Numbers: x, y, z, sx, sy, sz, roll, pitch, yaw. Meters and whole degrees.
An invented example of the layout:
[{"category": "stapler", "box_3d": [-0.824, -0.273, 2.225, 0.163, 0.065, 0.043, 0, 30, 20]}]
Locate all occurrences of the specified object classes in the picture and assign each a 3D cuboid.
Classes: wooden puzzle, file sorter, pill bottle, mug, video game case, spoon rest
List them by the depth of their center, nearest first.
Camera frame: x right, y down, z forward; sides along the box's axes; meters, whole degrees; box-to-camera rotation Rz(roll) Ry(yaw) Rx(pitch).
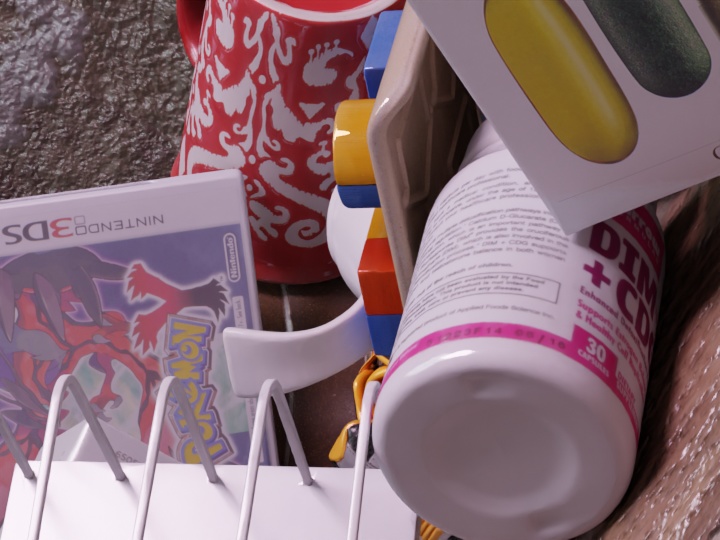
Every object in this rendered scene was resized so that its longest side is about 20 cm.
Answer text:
[{"category": "file sorter", "box_3d": [-0.083, 0.126, 1.112, 0.125, 0.199, 0.139, 73, -160, -56]}, {"category": "pill bottle", "box_3d": [0.077, 0.016, 1.118, 0.113, 0.113, 0.200, -53, 13, 39]}, {"category": "wooden puzzle", "box_3d": [0.025, -0.053, 1.242, 0.186, 0.046, 0.201, -73, -19, -51]}, {"category": "spoon rest", "box_3d": [0.000, 0.000, 1.298, 0.200, 0.060, 0.100, -51, -40, -48]}, {"category": "video game case", "box_3d": [-0.141, 0.056, 1.348, 0.023, 0.181, 0.201, -128, 31, -77]}, {"category": "mug", "box_3d": [-0.051, -0.115, 1.375, 0.134, 0.177, 0.200, -51, -17, -35]}]

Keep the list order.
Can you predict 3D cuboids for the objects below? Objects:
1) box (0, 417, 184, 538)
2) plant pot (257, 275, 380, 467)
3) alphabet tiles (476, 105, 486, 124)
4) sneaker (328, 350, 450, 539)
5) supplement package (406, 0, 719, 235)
[{"category": "box", "box_3d": [-0.108, 0.211, 1.270, 0.200, 0.199, 0.131, -65, 12, -18]}, {"category": "plant pot", "box_3d": [-0.108, 0.076, 1.459, 0.200, 0.197, 0.201, -178, 90, -74]}, {"category": "alphabet tiles", "box_3d": [0.074, -0.084, 1.299, 0.196, 0.015, 0.200, 82, 175, -46]}, {"category": "sneaker", "box_3d": [0.037, 0.056, 1.319, 0.078, 0.077, 0.200, -57, 9, 33]}, {"category": "supplement package", "box_3d": [0.109, -0.154, 1.045, 0.151, 0.200, 0.151, -22, 30, 27]}]
